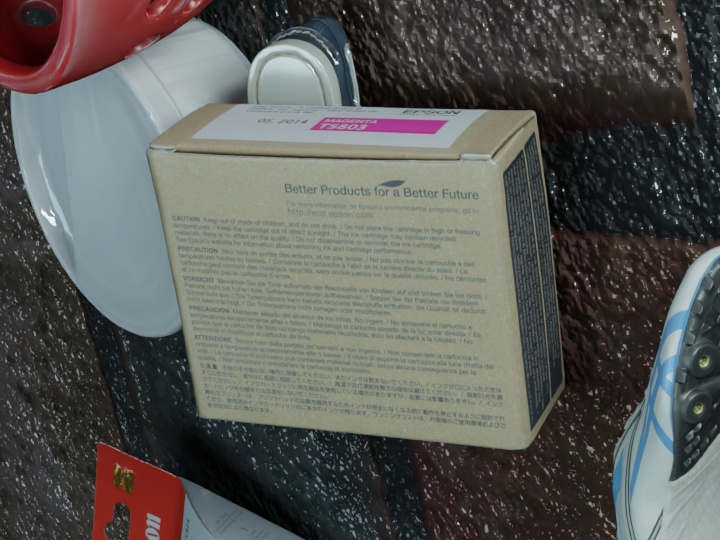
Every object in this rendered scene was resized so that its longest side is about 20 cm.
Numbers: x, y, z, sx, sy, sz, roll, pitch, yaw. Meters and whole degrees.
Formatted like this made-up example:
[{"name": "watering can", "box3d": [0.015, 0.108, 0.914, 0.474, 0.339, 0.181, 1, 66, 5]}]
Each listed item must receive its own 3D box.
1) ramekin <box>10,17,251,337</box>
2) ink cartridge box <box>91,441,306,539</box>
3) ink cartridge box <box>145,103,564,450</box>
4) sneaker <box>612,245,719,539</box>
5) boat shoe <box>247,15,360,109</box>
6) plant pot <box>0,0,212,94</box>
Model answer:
[{"name": "ramekin", "box3d": [-0.126, -0.068, 1.192, 0.202, 0.094, 0.204, 32, 135, 39]}, {"name": "ink cartridge box", "box3d": [-0.119, 0.229, 1.350, 0.199, 0.047, 0.161, 23, 126, 20]}, {"name": "ink cartridge box", "box3d": [0.000, 0.000, 1.017, 0.198, 0.075, 0.166, 4, 116, 25]}, {"name": "sneaker", "box3d": [0.154, 0.074, 0.924, 0.072, 0.071, 0.202, 40, 136, 45]}, {"name": "boat shoe", "box3d": [-0.027, -0.045, 1.091, 0.074, 0.062, 0.202, 6, 118, 24]}, {"name": "plant pot", "box3d": [-0.138, -0.215, 1.035, 0.200, 0.182, 0.202, 31, 133, 40]}]
